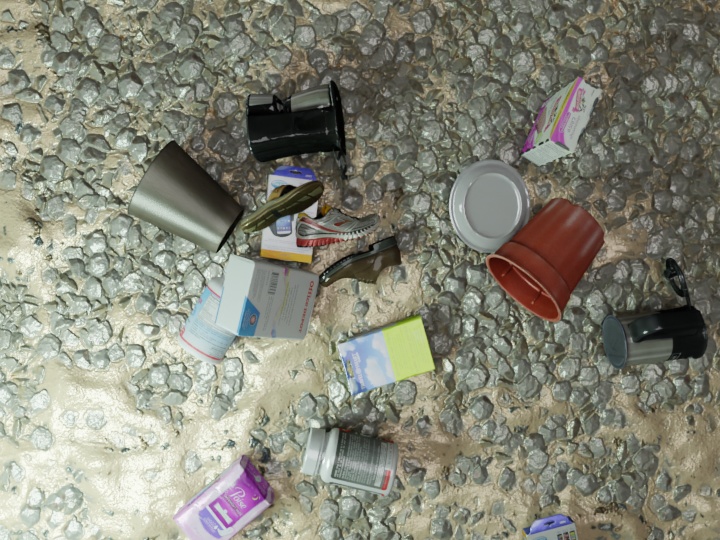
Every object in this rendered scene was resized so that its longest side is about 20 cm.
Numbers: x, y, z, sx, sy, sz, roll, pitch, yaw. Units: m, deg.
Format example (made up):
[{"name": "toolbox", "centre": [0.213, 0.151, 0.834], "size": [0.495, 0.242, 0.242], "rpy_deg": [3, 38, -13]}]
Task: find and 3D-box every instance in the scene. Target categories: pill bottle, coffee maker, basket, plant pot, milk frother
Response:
[{"name": "pill bottle", "centre": [-0.298, 0.087, 1.314], "size": [0.107, 0.109, 0.203], "rpy_deg": [31, 90, -3]}, {"name": "coffee maker", "centre": [-0.134, -0.286, 1.282], "size": [0.194, 0.135, 0.197], "rpy_deg": [-7, 64, 9]}, {"name": "basket", "centre": [-0.358, -0.138, 1.296], "size": [0.198, 0.136, 0.183], "rpy_deg": [34, 91, -7]}, {"name": "pill bottle", "centre": [-0.023, 0.410, 1.334], "size": [0.194, 0.114, 0.117], "rpy_deg": [14, 91, -3]}, {"name": "plant pot", "centre": [0.404, -0.034, 1.313], "size": [0.200, 0.201, 0.196], "rpy_deg": [43, 81, -3]}, {"name": "milk frother", "centre": [0.641, 0.094, 1.361], "size": [0.182, 0.183, 0.204], "rpy_deg": [-6, 49, -3]}]

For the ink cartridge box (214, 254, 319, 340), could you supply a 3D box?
[{"name": "ink cartridge box", "centre": [-0.189, 0.059, 1.275], "size": [0.083, 0.198, 0.149], "rpy_deg": [15, 91, 39]}]

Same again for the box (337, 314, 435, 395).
[{"name": "box", "centre": [0.057, 0.188, 1.364], "size": [0.195, 0.048, 0.125], "rpy_deg": [-17, 92, -2]}]

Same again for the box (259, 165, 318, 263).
[{"name": "box", "centre": [-0.152, -0.124, 1.350], "size": [0.115, 0.041, 0.206], "rpy_deg": [7, 89, -3]}]

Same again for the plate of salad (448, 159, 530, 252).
[{"name": "plate of salad", "centre": [0.285, -0.142, 1.366], "size": [0.194, 0.048, 0.207], "rpy_deg": [-1, 93, -13]}]

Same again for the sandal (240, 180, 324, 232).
[{"name": "sandal", "centre": [-0.171, -0.146, 1.300], "size": [0.196, 0.080, 0.055], "rpy_deg": [-27, 71, 2]}]

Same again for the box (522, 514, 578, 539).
[{"name": "box", "centre": [0.441, 0.654, 1.394], "size": [0.116, 0.041, 0.206], "rpy_deg": [-12, 90, -3]}]

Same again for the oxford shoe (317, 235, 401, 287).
[{"name": "oxford shoe", "centre": [0.000, 0.000, 1.345], "size": [0.195, 0.073, 0.086], "rpy_deg": [-22, 97, -1]}]

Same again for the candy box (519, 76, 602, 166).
[{"name": "candy box", "centre": [0.415, -0.306, 1.291], "size": [0.060, 0.200, 0.139], "rpy_deg": [25, 90, -4]}]

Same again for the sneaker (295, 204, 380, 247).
[{"name": "sneaker", "centre": [-0.046, -0.102, 1.316], "size": [0.195, 0.077, 0.085], "rpy_deg": [-11, 97, -23]}]

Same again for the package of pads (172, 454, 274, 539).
[{"name": "package of pads", "centre": [-0.297, 0.517, 1.343], "size": [0.199, 0.076, 0.121], "rpy_deg": [-39, 96, -1]}]
